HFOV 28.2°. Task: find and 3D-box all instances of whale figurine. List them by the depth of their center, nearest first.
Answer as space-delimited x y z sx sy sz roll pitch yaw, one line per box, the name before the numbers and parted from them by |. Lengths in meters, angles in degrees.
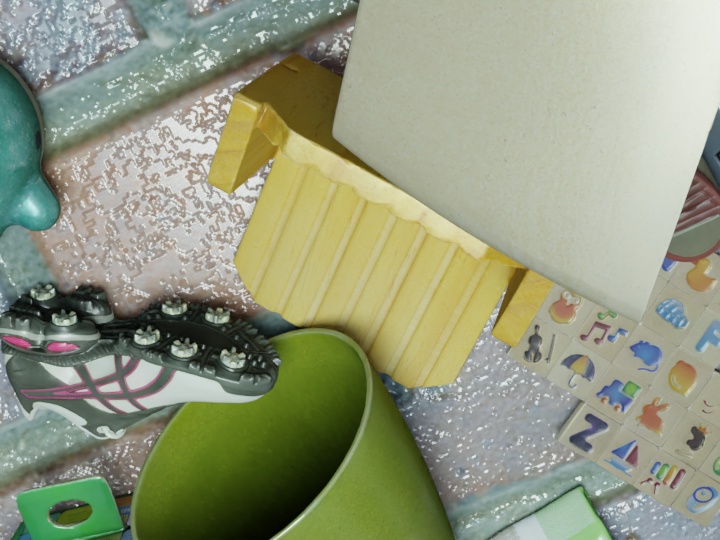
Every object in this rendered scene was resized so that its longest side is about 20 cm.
whale figurine | -0.271 -0.043 0.907 0.157 0.104 0.202 9 105 -3

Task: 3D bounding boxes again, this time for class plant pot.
plant pot | 0.093 -0.126 0.735 0.175 0.200 0.202 17 118 6
plant pot | -0.017 0.174 0.942 0.186 0.188 0.200 -34 122 9

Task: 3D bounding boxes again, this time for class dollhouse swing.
dollhouse swing | 0.000 0.000 0.858 0.199 0.182 0.177 29 112 2

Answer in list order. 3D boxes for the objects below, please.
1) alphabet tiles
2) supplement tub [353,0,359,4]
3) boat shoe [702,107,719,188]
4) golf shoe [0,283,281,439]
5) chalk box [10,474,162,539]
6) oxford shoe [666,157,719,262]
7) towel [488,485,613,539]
alphabet tiles | 0.206 0.064 0.977 0.199 0.008 0.168 30 103 -13
supplement tub | 0.059 -0.221 0.850 0.197 0.123 0.124 -4 105 0
boat shoe | 0.259 -0.098 0.898 0.085 0.075 0.203 -25 80 -11
golf shoe | -0.144 0.067 0.945 0.198 0.077 0.089 9 114 19
chalk box | -0.174 0.230 0.972 0.123 0.124 0.202 -12 104 4
oxford shoe | 0.153 -0.093 0.889 0.070 0.075 0.200 -32 111 23
towel | 0.107 0.263 0.993 0.199 0.031 0.150 -34 74 6
